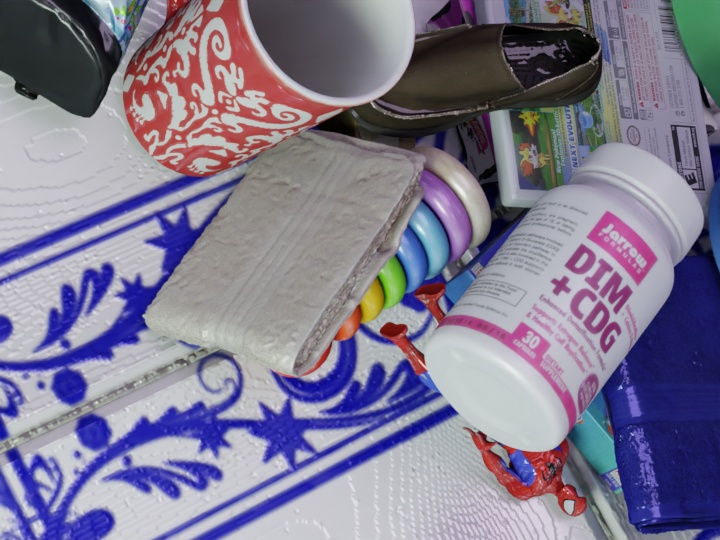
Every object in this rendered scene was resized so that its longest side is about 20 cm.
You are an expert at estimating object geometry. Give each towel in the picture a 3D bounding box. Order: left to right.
[{"bbox_3d":[-0.047,-0.017,1.631,0.200,0.132,0.035,-55,143,-30],"label":"towel"},{"bbox_3d":[0.228,0.089,1.715,0.147,0.049,0.202,1,70,-35],"label":"towel"}]

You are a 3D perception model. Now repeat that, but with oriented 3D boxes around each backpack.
[{"bbox_3d":[-0.198,-0.235,1.636,0.163,0.154,0.201,33,43,-5],"label":"backpack"}]

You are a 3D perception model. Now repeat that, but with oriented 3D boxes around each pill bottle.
[{"bbox_3d":[0.142,0.015,1.616,0.113,0.113,0.200,42,65,-6],"label":"pill bottle"}]

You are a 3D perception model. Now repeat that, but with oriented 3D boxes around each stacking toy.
[{"bbox_3d":[0.000,0.000,1.670,0.200,0.085,0.086,-41,91,-28],"label":"stacking toy"}]

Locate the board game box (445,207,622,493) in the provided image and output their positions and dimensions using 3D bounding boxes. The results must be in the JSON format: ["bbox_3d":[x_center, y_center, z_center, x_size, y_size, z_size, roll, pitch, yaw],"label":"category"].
[{"bbox_3d":[0.177,0.039,1.758,0.200,0.045,0.152,49,57,-3],"label":"board game box"}]

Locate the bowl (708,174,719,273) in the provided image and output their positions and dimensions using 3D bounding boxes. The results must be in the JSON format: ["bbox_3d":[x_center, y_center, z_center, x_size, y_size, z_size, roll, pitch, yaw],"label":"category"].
[{"bbox_3d":[0.339,-0.008,1.783,0.200,0.039,0.202,23,50,-30],"label":"bowl"}]

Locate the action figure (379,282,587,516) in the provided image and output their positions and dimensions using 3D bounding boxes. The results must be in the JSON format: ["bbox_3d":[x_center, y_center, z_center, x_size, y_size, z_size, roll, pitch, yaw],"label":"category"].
[{"bbox_3d":[0.097,0.101,1.673,0.065,0.052,0.200,-48,112,-20],"label":"action figure"}]

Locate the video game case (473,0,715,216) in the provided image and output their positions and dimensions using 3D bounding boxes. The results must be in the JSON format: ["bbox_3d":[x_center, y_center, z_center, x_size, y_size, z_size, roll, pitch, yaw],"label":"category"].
[{"bbox_3d":[0.174,-0.141,1.773,0.181,0.022,0.202,2,72,-27],"label":"video game case"}]

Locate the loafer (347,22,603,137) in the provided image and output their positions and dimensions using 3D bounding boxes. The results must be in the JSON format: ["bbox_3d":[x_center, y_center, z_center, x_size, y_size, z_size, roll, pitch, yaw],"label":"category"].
[{"bbox_3d":[0.083,-0.148,1.682,0.198,0.071,0.074,-12,75,-16],"label":"loafer"}]

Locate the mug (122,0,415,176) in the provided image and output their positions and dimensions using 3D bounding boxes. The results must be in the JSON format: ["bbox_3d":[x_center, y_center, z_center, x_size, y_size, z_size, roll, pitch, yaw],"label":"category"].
[{"bbox_3d":[-0.070,-0.164,1.615,0.133,0.200,0.179,12,68,-29],"label":"mug"}]

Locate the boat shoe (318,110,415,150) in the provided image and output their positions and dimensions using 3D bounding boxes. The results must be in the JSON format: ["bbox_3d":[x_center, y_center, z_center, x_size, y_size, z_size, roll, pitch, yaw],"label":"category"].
[{"bbox_3d":[0.002,-0.171,1.744,0.066,0.074,0.202,2,79,-30],"label":"boat shoe"}]

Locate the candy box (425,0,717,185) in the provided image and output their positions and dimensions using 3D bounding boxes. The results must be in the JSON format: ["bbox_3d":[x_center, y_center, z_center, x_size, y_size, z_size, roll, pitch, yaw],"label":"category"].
[{"bbox_3d":[0.162,-0.148,1.817,0.199,0.061,0.137,-8,75,-29],"label":"candy box"}]

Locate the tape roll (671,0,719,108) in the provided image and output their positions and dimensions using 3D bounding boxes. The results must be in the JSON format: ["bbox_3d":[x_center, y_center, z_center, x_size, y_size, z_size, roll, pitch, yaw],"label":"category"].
[{"bbox_3d":[0.315,-0.203,1.866,0.200,0.048,0.202,27,54,-43],"label":"tape roll"}]
